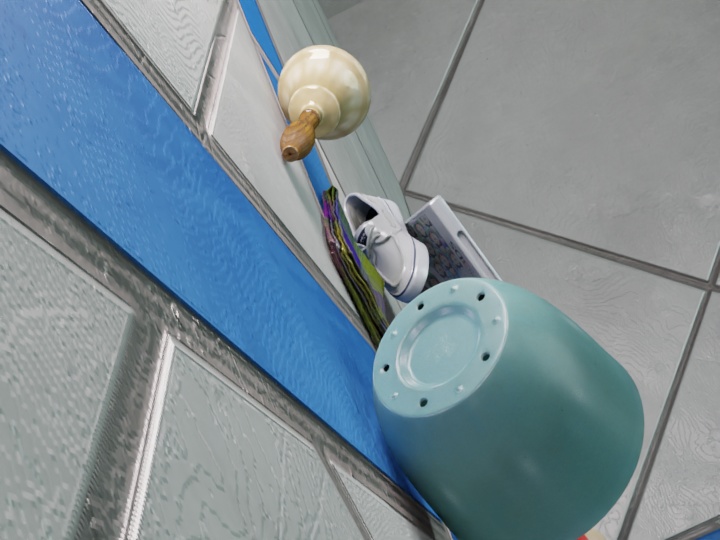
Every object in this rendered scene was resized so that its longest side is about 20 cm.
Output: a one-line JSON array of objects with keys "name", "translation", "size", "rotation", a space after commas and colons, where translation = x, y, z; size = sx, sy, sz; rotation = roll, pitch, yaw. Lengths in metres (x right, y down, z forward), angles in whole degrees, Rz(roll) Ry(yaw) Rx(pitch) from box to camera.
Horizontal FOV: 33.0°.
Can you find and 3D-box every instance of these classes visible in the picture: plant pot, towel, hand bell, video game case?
[{"name": "plant pot", "translation": [0.102, 0.103, 0.973], "size": [0.161, 0.199, 0.202], "rotation": [44, 17, -36]}, {"name": "towel", "translation": [0.000, 0.000, 1.270], "size": [0.200, 0.023, 0.145], "rotation": [-100, 164, -69]}, {"name": "hand bell", "translation": [-0.051, -0.148, 1.220], "size": [0.105, 0.103, 0.201], "rotation": [63, 18, -20]}, {"name": "video game case", "translation": [0.111, 0.012, 1.475], "size": [0.183, 0.024, 0.200], "rotation": [54, -19, 0]}]

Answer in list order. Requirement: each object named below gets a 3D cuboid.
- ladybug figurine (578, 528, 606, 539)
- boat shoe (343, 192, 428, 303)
[{"name": "ladybug figurine", "translation": [0.196, 0.324, 1.226], "size": [0.200, 0.071, 0.138], "rotation": [117, -14, -63]}, {"name": "boat shoe", "translation": [0.022, -0.029, 1.428], "size": [0.065, 0.074, 0.200], "rotation": [20, 19, -25]}]
